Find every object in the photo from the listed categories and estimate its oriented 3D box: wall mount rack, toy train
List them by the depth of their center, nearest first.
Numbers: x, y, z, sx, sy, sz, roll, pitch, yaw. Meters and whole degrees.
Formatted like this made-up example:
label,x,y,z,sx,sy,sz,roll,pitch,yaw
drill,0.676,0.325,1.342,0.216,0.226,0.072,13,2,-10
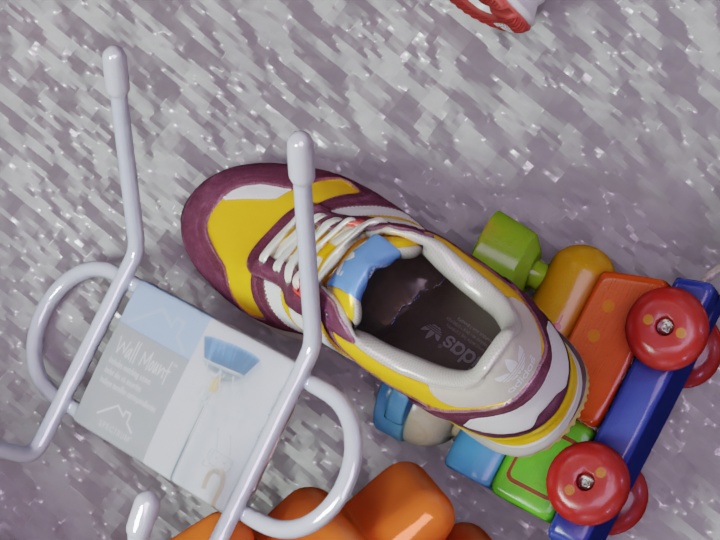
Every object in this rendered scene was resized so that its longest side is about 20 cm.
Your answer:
label,x,y,z,sx,sy,sz,roll,pitch,yaw
wall mount rack,-0.076,0.016,1.179,0.200,0.075,0.174,26,92,41
toy train,0.096,0.008,1.242,0.116,0.085,0.200,27,88,14

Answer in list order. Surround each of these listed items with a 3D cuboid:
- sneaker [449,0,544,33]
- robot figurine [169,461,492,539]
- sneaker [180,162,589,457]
label,x,y,z,sx,sy,sz,roll,pitch,yaw
sneaker,0.030,-0.203,1.230,0.116,0.078,0.200,-50,116,-10
robot figurine,-0.029,0.168,1.217,0.200,0.144,0.117,-45,54,0
sneaker,0.000,0.000,1.195,0.200,0.090,0.075,27,80,28
